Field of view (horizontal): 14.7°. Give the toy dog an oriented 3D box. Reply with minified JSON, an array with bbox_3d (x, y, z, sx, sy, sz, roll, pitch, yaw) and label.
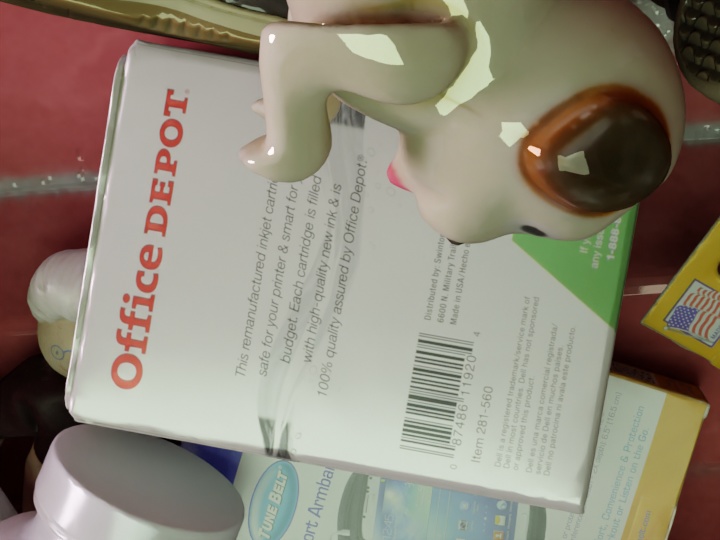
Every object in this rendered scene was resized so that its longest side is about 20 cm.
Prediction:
[{"bbox_3d":[0.034,-0.101,0.955,0.193,0.140,0.201,-30,100,-1],"label":"toy dog"}]

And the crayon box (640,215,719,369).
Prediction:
[{"bbox_3d":[0.225,0.012,1.084,0.199,0.052,0.126,29,121,-10],"label":"crayon box"}]

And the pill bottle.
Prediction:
[{"bbox_3d":[-0.117,0.167,1.109,0.111,0.112,0.201,22,108,-5],"label":"pill bottle"}]

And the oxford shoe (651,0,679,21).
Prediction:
[{"bbox_3d":[0.098,-0.179,0.988,0.084,0.073,0.201,14,132,32],"label":"oxford shoe"}]

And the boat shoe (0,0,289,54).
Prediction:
[{"bbox_3d":[-0.051,-0.116,1.037,0.200,0.072,0.066,10,93,-10],"label":"boat shoe"}]

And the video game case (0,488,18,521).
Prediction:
[{"bbox_3d":[-0.201,0.151,1.215,0.181,0.024,0.201,-17,113,36],"label":"video game case"}]

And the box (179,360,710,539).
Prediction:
[{"bbox_3d":[0.029,0.077,1.137,0.199,0.041,0.120,18,98,0],"label":"box"}]

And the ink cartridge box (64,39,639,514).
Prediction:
[{"bbox_3d":[0.000,0.000,1.063,0.199,0.084,0.147,11,94,3],"label":"ink cartridge box"}]

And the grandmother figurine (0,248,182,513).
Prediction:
[{"bbox_3d":[-0.111,0.077,1.173,0.120,0.061,0.201,1,124,-2],"label":"grandmother figurine"}]

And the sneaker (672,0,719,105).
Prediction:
[{"bbox_3d":[0.178,-0.145,0.982,0.075,0.070,0.201,20,102,-50],"label":"sneaker"}]
